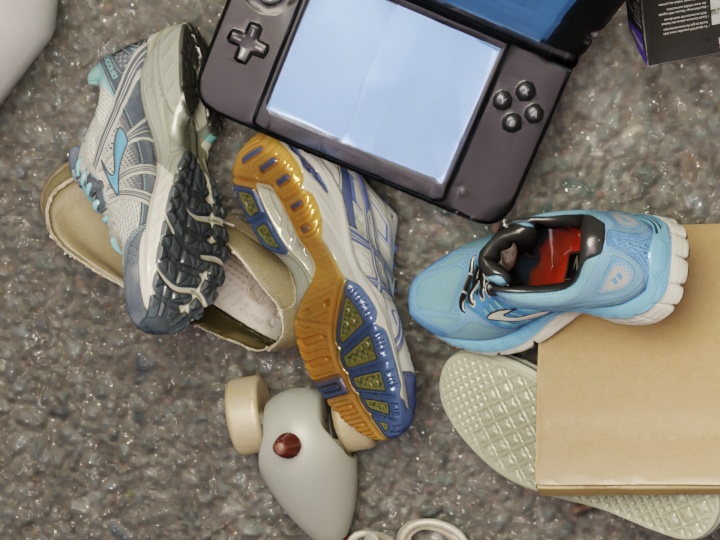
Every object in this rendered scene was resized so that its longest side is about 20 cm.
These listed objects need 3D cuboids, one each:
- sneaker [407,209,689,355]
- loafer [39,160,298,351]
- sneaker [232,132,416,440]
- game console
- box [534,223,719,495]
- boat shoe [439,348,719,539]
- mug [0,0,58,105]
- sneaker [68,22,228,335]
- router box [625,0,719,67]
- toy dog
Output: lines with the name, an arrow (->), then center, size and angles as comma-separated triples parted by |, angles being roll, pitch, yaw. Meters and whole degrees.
sneaker -> 0.093, -0.005, 1.299 | 0.199, 0.089, 0.079 | -16, 63, 47
loafer -> -0.111, -0.010, 1.388 | 0.198, 0.067, 0.077 | 23, 108, 5
sneaker -> 0.000, 0.000, 1.355 | 0.075, 0.088, 0.202 | -13, 100, 44
game console -> 0.022, -0.125, 1.230 | 0.198, 0.119, 0.174 | 22, 104, -4
box -> 0.203, 0.051, 1.322 | 0.198, 0.021, 0.165 | -1, 70, 13
boat shoe -> 0.139, 0.103, 1.374 | 0.199, 0.062, 0.075 | 23, 111, 21
mug -> -0.276, -0.158, 1.348 | 0.153, 0.150, 0.187 | -42, 100, 11
sneaker -> -0.130, -0.048, 1.345 | 0.086, 0.078, 0.202 | -12, 58, 21
router box -> 0.240, -0.210, 1.227 | 0.198, 0.052, 0.158 | -10, 119, -1
toy dog -> -0.026, 0.156, 1.401 | 0.131, 0.096, 0.201 | -28, 97, 17
